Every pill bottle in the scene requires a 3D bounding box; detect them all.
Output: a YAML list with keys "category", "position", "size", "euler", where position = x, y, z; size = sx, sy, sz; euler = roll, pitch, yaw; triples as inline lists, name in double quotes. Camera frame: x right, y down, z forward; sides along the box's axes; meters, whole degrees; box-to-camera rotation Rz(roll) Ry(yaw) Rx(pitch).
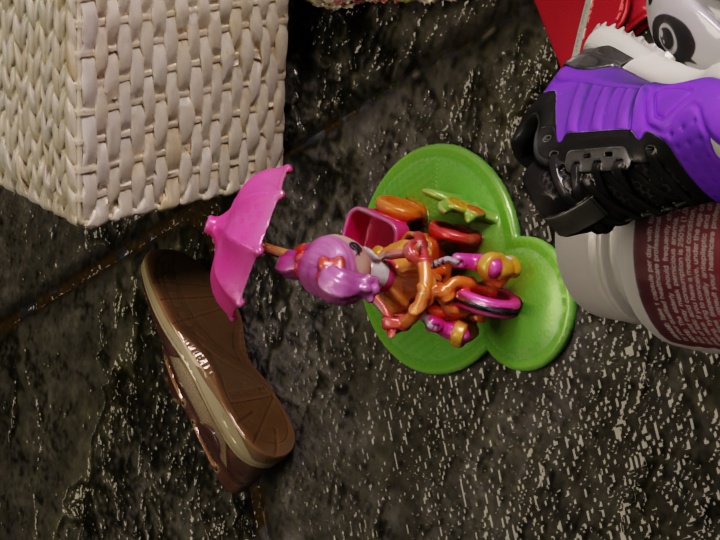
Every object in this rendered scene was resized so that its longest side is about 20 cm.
- category: "pill bottle"
  position: [0.201, -0.013, 0.802]
  size: [0.200, 0.114, 0.115]
  euler: [8, 95, 48]

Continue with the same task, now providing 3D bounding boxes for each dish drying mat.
- category: "dish drying mat"
  position: [0.117, -0.217, 0.978]
  size: [0.077, 0.018, 0.201]
  euler: [-39, 61, 42]

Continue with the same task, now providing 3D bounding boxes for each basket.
- category: "basket"
  position: [-0.165, -0.156, 1.147]
  size: [0.161, 0.198, 0.201]
  euler: [26, 121, 42]

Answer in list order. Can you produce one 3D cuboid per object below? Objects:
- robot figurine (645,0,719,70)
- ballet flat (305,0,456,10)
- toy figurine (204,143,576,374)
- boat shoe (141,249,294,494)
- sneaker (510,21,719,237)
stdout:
- category: "robot figurine"
  position: [0.222, -0.164, 0.773]
  size: [0.125, 0.150, 0.200]
  euler: [48, 124, 23]
- category: "ballet flat"
  position: [0.004, -0.212, 1.073]
  size: [0.200, 0.064, 0.076]
  euler: [5, 93, 49]
- category: "toy figurine"
  position: [0.000, 0.000, 0.980]
  size: [0.200, 0.184, 0.151]
  euler: [30, 111, 45]
- category: "boat shoe"
  position: [-0.120, 0.075, 1.204]
  size: [0.072, 0.072, 0.200]
  euler: [-50, 60, 33]
- category: "sneaker"
  position: [0.131, -0.048, 0.749]
  size: [0.099, 0.070, 0.200]
  euler: [-41, 24, -4]
